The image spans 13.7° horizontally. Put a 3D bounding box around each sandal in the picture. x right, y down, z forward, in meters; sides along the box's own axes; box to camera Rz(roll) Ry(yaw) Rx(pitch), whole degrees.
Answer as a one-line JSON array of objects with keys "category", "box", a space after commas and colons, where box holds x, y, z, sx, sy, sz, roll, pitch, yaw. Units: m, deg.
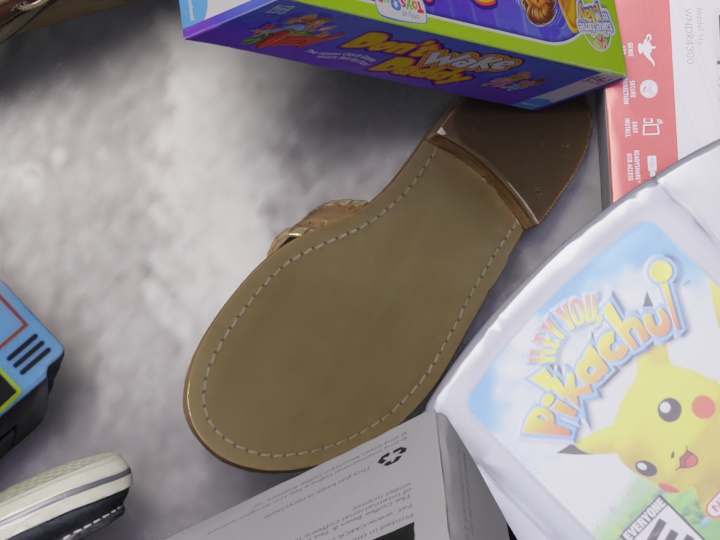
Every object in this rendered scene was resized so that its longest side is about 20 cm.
[{"category": "sandal", "box": [0.004, 0.004, 1.117, 0.078, 0.070, 0.212, 47, 64, -8]}]

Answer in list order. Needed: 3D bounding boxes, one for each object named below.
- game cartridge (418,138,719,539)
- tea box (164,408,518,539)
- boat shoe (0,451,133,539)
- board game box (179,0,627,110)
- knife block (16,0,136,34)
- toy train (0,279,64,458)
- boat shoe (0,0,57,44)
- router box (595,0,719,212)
[{"category": "game cartridge", "box": [0.105, 0.051, 1.074, 0.133, 0.040, 0.200, 44, 89, 10]}, {"category": "tea box", "box": [-0.016, 0.189, 0.992, 0.199, 0.134, 0.197, -24, 110, 9]}, {"category": "boat shoe", "box": [-0.157, 0.136, 1.075, 0.200, 0.075, 0.062, -38, 91, 3]}, {"category": "board game box", "box": [0.010, -0.137, 1.044, 0.045, 0.199, 0.135, -18, 75, 36]}, {"category": "knife block", "box": [-0.078, -0.131, 1.125, 0.175, 0.064, 0.201, 29, 85, 3]}, {"category": "toy train", "box": [-0.205, 0.058, 1.076, 0.114, 0.087, 0.200, 45, 64, 8]}, {"category": "boat shoe", "box": [-0.121, -0.128, 1.056, 0.199, 0.074, 0.076, -23, 85, -2]}, {"category": "router box", "box": [0.181, -0.009, 1.121, 0.178, 0.049, 0.201, -3, 85, 0]}]
